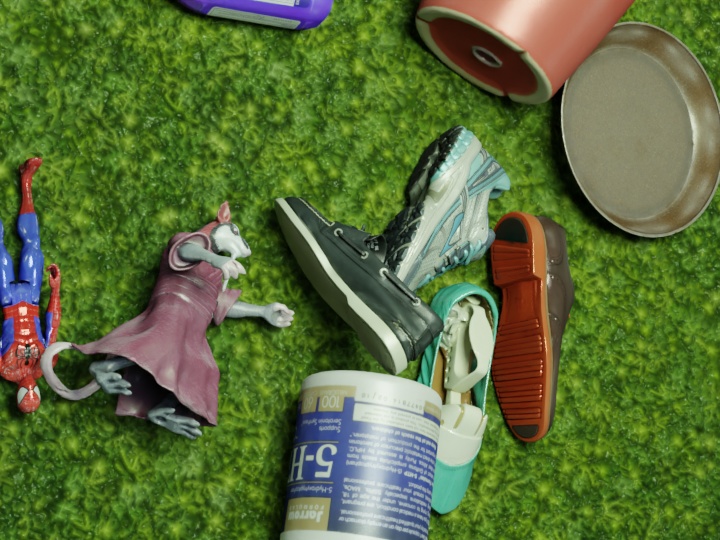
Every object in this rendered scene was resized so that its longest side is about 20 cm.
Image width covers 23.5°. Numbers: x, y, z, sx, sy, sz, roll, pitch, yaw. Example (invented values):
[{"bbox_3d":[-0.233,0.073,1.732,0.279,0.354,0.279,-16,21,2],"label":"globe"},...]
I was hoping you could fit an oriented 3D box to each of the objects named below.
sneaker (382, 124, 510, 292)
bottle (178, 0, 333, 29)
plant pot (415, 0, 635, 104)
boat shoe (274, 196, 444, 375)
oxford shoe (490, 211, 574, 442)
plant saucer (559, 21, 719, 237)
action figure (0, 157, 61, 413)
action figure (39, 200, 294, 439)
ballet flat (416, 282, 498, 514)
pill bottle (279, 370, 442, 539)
[{"bbox_3d":[0.073,-0.028,1.501,0.086,0.077,0.201,35,67,-16],"label":"sneaker"},{"bbox_3d":[-0.121,-0.259,1.476,0.198,0.065,0.084,6,75,-22],"label":"bottle"},{"bbox_3d":[0.151,-0.259,1.536,0.200,0.200,0.178,34,78,-13],"label":"plant pot"},{"bbox_3d":[0.000,-0.001,1.423,0.066,0.075,0.200,-30,49,-14],"label":"boat shoe"},{"bbox_3d":[0.162,0.050,1.526,0.072,0.071,0.202,4,84,-40],"label":"oxford shoe"},{"bbox_3d":[0.257,-0.129,1.614,0.199,0.032,0.202,5,81,-31],"label":"plant saucer"},{"bbox_3d":[-0.270,0.012,1.360,0.065,0.052,0.202,-3,81,-28],"label":"action figure"},{"bbox_3d":[-0.146,0.033,1.398,0.148,0.134,0.201,2,55,20],"label":"action figure"},{"bbox_3d":[0.081,0.104,1.475,0.067,0.070,0.202,13,73,-20],"label":"ballet flat"},{"bbox_3d":[-0.003,0.191,1.390,0.119,0.120,0.202,13,72,-20],"label":"pill bottle"}]
